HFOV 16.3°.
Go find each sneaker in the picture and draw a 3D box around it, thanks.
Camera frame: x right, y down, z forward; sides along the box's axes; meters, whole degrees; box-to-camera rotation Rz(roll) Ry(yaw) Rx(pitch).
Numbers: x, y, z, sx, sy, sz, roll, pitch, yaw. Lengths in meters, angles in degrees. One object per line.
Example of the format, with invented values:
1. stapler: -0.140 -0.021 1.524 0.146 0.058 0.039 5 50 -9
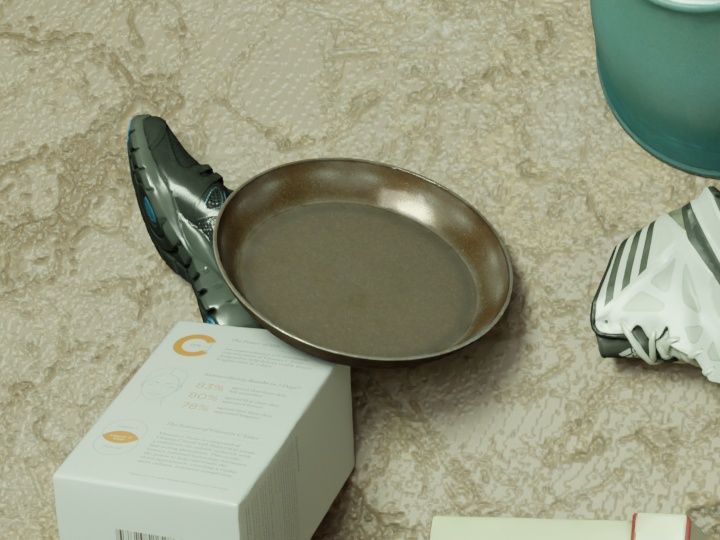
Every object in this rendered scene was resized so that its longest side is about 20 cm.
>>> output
1. sneaker: 0.216 0.054 1.593 0.115 0.076 0.202 -28 57 14
2. sneaker: -0.096 -0.027 1.713 0.081 0.073 0.201 -25 70 -13

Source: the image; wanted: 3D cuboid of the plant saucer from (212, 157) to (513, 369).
1. plant saucer: 0.000 0.000 1.638 0.198 0.032 0.201 8 39 -7

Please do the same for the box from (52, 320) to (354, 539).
1. box: -0.093 0.126 1.571 0.123 0.098 0.200 7 30 18

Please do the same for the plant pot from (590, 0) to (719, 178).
1. plant pot: 0.235 -0.186 1.605 0.198 0.188 0.202 -5 69 13

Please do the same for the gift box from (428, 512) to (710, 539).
1. gift box: 0.145 0.257 1.473 0.185 0.184 0.202 -3 72 24
